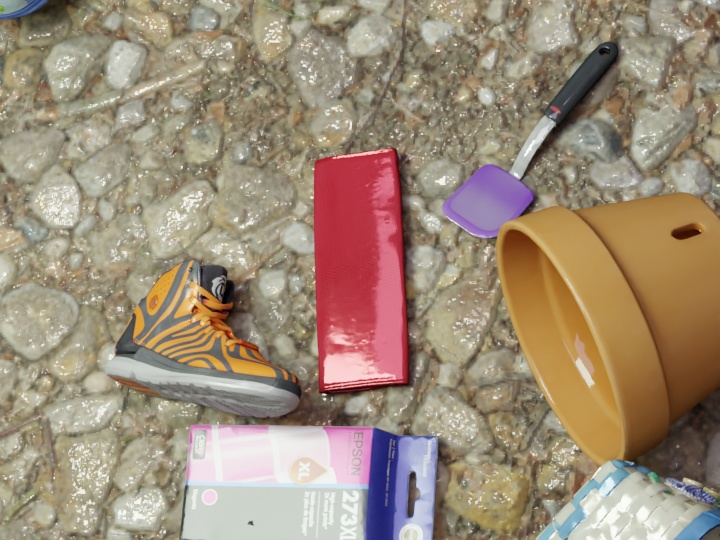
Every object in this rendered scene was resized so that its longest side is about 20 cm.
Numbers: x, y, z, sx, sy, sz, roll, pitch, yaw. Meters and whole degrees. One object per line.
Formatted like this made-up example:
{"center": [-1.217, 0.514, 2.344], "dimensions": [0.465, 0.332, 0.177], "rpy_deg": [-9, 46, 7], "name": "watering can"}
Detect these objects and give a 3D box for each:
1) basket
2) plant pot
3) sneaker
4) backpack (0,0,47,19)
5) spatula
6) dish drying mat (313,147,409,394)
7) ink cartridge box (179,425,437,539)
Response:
{"center": [0.233, 0.232, 1.486], "dimensions": [0.139, 0.176, 0.200], "rpy_deg": [-45, 65, 8], "name": "basket"}
{"center": [0.207, 0.031, 1.558], "dimensions": [0.140, 0.200, 0.200], "rpy_deg": [-23, 68, -12], "name": "plant pot"}
{"center": [-0.118, 0.049, 1.661], "dimensions": [0.200, 0.078, 0.112], "rpy_deg": [9, 73, 38], "name": "sneaker"}
{"center": [-0.333, -0.310, 1.811], "dimensions": [0.199, 0.147, 0.183], "rpy_deg": [21, 78, 23], "name": "backpack"}
{"center": [0.146, -0.109, 1.695], "dimensions": [0.056, 0.021, 0.200], "rpy_deg": [36, 84, 23], "name": "spatula"}
{"center": [0.000, 0.000, 1.701], "dimensions": [0.077, 0.018, 0.201], "rpy_deg": [-6, 73, 13], "name": "dish drying mat"}
{"center": [-0.041, 0.172, 1.642], "dimensions": [0.199, 0.037, 0.095], "rpy_deg": [0, 73, 13], "name": "ink cartridge box"}
